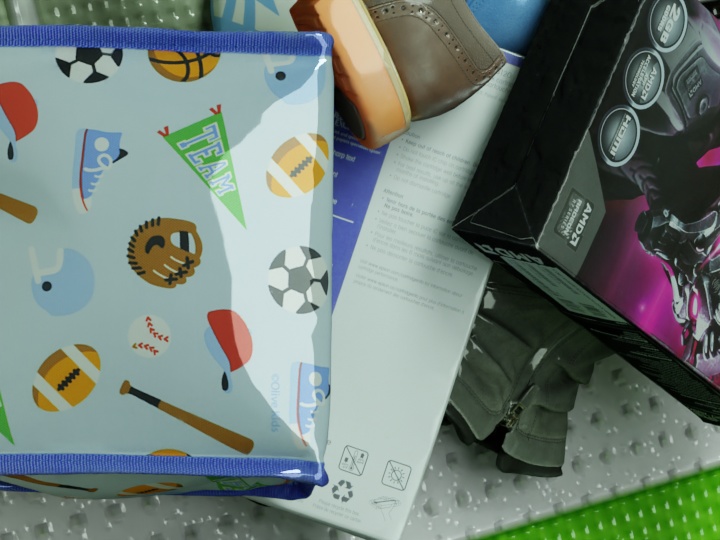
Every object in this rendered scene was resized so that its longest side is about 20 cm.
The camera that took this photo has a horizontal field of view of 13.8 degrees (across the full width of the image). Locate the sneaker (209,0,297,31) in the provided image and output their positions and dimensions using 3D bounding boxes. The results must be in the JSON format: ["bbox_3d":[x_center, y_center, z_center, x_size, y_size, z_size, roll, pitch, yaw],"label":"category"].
[{"bbox_3d":[-0.014,-0.140,1.223,0.072,0.072,0.201,15,73,-32],"label":"sneaker"}]

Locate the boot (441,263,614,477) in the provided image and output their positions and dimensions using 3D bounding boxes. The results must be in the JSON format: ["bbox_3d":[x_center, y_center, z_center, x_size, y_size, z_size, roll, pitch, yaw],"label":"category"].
[{"bbox_3d":[0.096,0.028,1.270,0.199,0.068,0.131,21,90,-45],"label":"boot"}]

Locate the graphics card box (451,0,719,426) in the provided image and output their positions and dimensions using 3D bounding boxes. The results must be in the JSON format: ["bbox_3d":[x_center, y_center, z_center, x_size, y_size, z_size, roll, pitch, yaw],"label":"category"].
[{"bbox_3d":[0.130,-0.026,1.198,0.200,0.051,0.126,36,75,-43],"label":"graphics card box"}]

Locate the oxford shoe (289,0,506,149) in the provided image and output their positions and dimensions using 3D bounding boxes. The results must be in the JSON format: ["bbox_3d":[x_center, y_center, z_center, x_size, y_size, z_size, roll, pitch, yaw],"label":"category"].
[{"bbox_3d":[-0.007,-0.151,1.122,0.073,0.071,0.201,-25,106,-9],"label":"oxford shoe"}]

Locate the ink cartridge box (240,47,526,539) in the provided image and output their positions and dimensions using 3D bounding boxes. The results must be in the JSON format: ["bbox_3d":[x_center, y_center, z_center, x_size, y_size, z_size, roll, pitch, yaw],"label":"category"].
[{"bbox_3d":[0.000,0.000,1.172,0.099,0.039,0.201,20,86,-1],"label":"ink cartridge box"}]

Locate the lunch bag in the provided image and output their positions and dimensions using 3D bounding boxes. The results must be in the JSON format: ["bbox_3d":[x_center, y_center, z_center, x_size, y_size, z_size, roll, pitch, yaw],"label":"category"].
[{"bbox_3d":[-0.111,-0.001,1.095,0.199,0.124,0.171,0,80,-5],"label":"lunch bag"}]

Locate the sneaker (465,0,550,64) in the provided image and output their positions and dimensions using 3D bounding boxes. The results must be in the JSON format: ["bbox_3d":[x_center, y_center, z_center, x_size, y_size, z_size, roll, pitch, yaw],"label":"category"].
[{"bbox_3d":[0.063,-0.177,1.209,0.078,0.066,0.201,20,71,-12],"label":"sneaker"}]
